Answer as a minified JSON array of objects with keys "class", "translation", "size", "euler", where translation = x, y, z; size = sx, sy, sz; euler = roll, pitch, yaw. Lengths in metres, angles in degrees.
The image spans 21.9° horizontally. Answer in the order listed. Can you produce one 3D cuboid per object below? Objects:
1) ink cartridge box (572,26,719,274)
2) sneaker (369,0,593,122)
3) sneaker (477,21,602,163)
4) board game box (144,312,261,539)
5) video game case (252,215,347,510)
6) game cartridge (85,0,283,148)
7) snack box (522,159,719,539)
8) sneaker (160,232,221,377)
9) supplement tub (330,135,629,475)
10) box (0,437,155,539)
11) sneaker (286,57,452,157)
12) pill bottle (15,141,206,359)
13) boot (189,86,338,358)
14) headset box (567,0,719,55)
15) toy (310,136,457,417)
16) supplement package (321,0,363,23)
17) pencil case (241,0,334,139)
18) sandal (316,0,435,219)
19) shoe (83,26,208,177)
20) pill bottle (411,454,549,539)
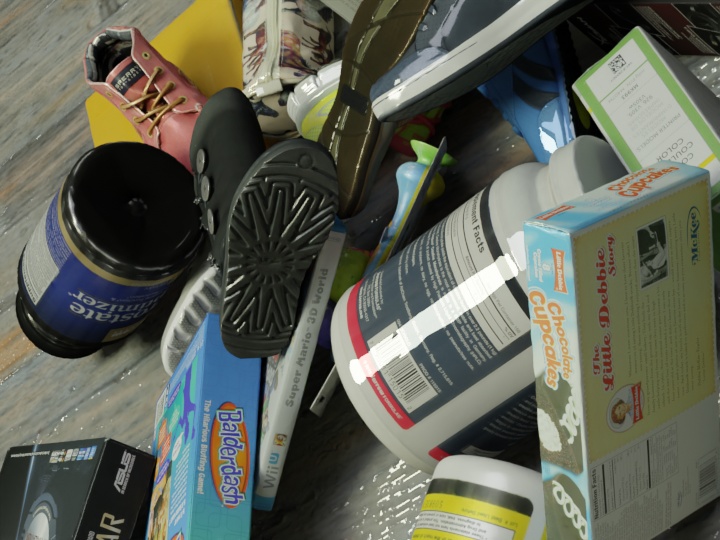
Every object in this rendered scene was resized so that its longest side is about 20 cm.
[{"class":"ink cartridge box","translation":[0.210,-0.047,1.100],"size":[0.059,0.104,0.200],"euler":[-43,44,16]},{"class":"sneaker","translation":[0.062,-0.200,1.192],"size":[0.202,0.077,0.146],"euler":[-36,84,8]},{"class":"sneaker","translation":[0.108,-0.127,1.251],"size":[0.078,0.066,0.201],"euler":[-21,69,18]},{"class":"board game box","translation":[-0.113,0.153,1.291],"size":[0.152,0.045,0.201],"euler":[126,152,-56]},{"class":"video game case","translation":[-0.056,0.045,1.284],"size":[0.143,0.018,0.201],"euler":[-128,51,-69]},{"class":"game cartridge","translation":[-0.148,-0.122,1.558],"size":[0.176,0.032,0.201],"euler":[-38,47,22]},{"class":"snack box","translation":[0.146,0.052,1.017],"size":[0.037,0.116,0.201],"euler":[16,120,45]},{"class":"sneaker","translation":[-0.091,-0.004,1.410],"size":[0.082,0.075,0.201],"euler":[8,64,60]},{"class":"supplement tub","translation":[0.093,0.023,1.140],"size":[0.200,0.140,0.141],"euler":[-36,46,27]},{"class":"box","translation":[-0.235,0.210,1.391],"size":[0.200,0.043,0.161],"euler":[-12,57,58]},{"class":"sneaker","translation":[0.041,-0.129,1.351],"size":[0.200,0.078,0.091],"euler":[-32,61,29]},{"class":"pill bottle","translation":[-0.200,-0.008,1.435],"size":[0.200,0.111,0.112],"euler":[134,146,-55]},{"class":"boot","translation":[-0.070,-0.064,1.258],"size":[0.200,0.065,0.165],"euler":[-102,28,-54]},{"class":"headset box","translation":[0.239,-0.219,1.197],"size":[0.199,0.077,0.149],"euler":[8,73,46]},{"class":"toy","translation":[0.000,0.000,1.276],"size":[0.047,0.115,0.201],"euler":[29,85,6]},{"class":"supplement package","translation":[0.051,-0.278,1.386],"size":[0.200,0.117,0.117],"euler":[-43,42,17]},{"class":"pencil case","translation":[-0.059,-0.198,1.467],"size":[0.077,0.089,0.201],"euler":[-14,56,20]},{"class":"sandal","translation":[0.023,-0.126,1.287],"size":[0.082,0.054,0.201],"euler":[40,117,53]},{"class":"shoe","translation":[-0.158,-0.124,1.456],"size":[0.072,0.091,0.200],"euler":[-47,35,7]},{"class":"pill bottle","translation":[0.067,0.217,1.075],"size":[0.112,0.112,0.201],"euler":[5,69,46]}]
